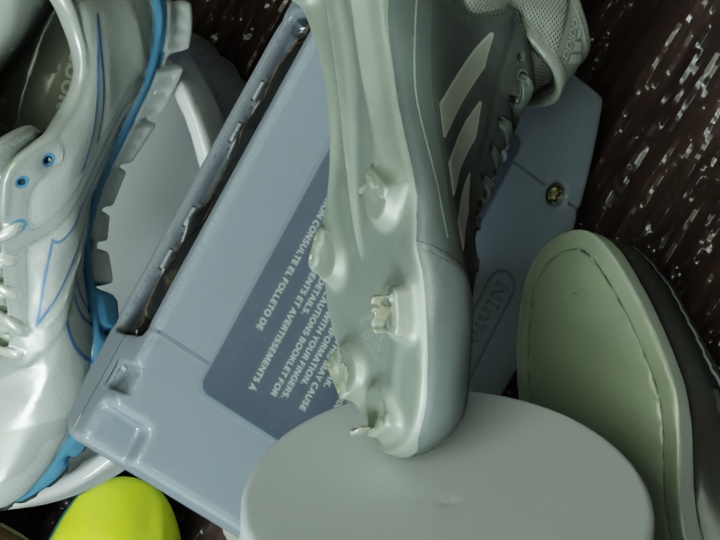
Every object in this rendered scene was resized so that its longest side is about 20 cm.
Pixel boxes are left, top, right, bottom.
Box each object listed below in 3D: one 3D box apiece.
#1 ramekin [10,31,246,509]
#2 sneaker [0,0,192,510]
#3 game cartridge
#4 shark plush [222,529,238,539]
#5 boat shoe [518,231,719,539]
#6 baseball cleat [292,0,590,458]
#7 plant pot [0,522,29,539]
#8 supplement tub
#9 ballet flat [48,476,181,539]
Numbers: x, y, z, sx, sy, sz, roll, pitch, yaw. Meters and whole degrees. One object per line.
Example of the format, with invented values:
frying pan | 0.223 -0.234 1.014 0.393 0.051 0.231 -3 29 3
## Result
ramekin | -0.118 -0.016 0.912 0.199 0.105 0.202 0 91 22
sneaker | -0.120 -0.016 0.811 0.074 0.087 0.202 15 97 20
game cartridge | 0.000 0.000 0.836 0.041 0.133 0.201 11 69 56
shark plush | 0.036 0.109 0.872 0.199 0.091 0.084 8 63 27
boat shoe | 0.110 0.083 0.819 0.072 0.060 0.203 -30 72 49
baseball cleat | 0.032 -0.042 0.769 0.070 0.106 0.202 -26 67 59
plant pot | -0.236 0.174 0.883 0.199 0.200 0.200 5 74 22
supplement tub | 0.025 0.156 0.778 0.131 0.132 0.201 15 124 22
ballet flat | -0.103 0.180 0.923 0.067 0.066 0.201 39 113 58
